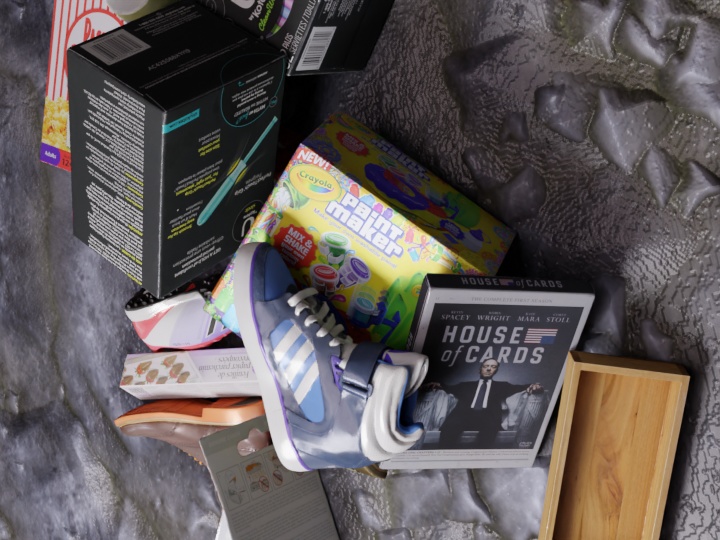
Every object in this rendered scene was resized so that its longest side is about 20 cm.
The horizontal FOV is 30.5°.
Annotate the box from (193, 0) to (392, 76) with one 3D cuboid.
[{"bbox_3d":[-0.074,-0.293,1.215,0.199,0.124,0.150,38,117,24],"label":"box"}]

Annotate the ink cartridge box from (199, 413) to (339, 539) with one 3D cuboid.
[{"bbox_3d":[-0.093,0.248,1.298,0.047,0.159,0.203,-21,86,33],"label":"ink cartridge box"}]

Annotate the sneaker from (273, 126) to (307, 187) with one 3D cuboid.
[{"bbox_3d":[-0.106,-0.085,1.319,0.199,0.078,0.117,35,131,27],"label":"sneaker"}]

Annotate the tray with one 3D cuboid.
[{"bbox_3d":[0.212,0.174,1.127,0.097,0.037,0.203,7,105,-2],"label":"tray"}]

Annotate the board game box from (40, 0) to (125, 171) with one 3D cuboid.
[{"bbox_3d":[-0.267,-0.198,1.410,0.150,0.046,0.203,18,108,30],"label":"board game box"}]

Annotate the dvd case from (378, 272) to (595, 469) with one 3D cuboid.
[{"bbox_3d":[0.104,0.091,1.130,0.025,0.148,0.202,-108,26,-50],"label":"dvd case"}]

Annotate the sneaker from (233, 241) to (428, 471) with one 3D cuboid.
[{"bbox_3d":[-0.014,0.061,1.086,0.145,0.080,0.203,-14,89,22],"label":"sneaker"}]

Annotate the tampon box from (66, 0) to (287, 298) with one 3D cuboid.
[{"bbox_3d":[-0.167,-0.111,1.188,0.126,0.149,0.202,33,135,26],"label":"tampon box"}]

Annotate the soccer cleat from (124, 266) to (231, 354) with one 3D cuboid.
[{"bbox_3d":[-0.154,0.044,1.373,0.198,0.068,0.074,-10,116,31],"label":"soccer cleat"}]

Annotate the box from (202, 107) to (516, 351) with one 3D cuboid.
[{"bbox_3d":[0.000,0.000,1.182,0.199,0.122,0.194,34,117,2],"label":"box"}]

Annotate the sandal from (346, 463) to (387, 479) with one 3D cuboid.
[{"bbox_3d":[-0.015,0.150,1.231,0.079,0.200,0.055,17,73,21],"label":"sandal"}]

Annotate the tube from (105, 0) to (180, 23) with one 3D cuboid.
[{"bbox_3d":[-0.174,-0.228,1.261,0.051,0.200,0.059,-15,70,15],"label":"tube"}]

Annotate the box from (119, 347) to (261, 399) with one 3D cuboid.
[{"bbox_3d":[-0.163,0.108,1.382,0.198,0.041,0.039,-6,62,32],"label":"box"}]

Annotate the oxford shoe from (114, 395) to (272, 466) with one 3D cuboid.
[{"bbox_3d":[-0.180,0.174,1.402,0.198,0.071,0.074,-4,100,34],"label":"oxford shoe"}]
